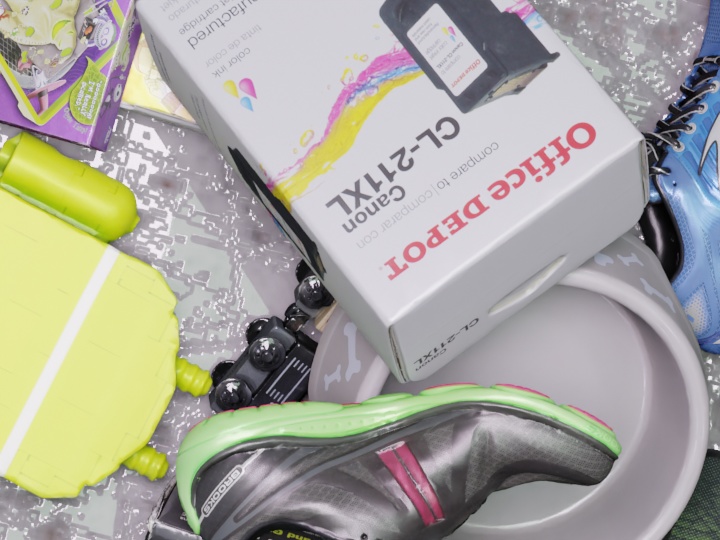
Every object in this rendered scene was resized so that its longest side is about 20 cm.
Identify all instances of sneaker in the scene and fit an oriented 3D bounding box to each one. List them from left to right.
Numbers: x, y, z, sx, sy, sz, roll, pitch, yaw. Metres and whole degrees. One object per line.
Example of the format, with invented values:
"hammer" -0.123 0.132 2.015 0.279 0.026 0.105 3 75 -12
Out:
"sneaker" 0.018 0.097 1.255 0.199 0.077 0.084 -7 80 1
"sneaker" 0.171 -0.060 1.377 0.089 0.079 0.201 7 89 -11

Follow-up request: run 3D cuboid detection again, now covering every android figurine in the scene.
"android figurine" -0.169 0.031 1.342 0.199 0.041 0.183 26 86 -7

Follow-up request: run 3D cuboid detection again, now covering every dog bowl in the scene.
"dog bowl" 0.076 0.070 1.337 0.199 0.059 0.201 -4 111 -9

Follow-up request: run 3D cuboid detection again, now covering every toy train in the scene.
"toy train" 0.000 0.000 1.345 0.046 0.034 0.200 35 105 -17

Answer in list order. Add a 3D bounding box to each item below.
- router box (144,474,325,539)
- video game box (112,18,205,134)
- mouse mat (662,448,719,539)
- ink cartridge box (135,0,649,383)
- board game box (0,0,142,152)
"router box" -0.017 0.197 1.312 0.199 0.062 0.151 17 110 3
"video game box" -0.013 -0.149 1.365 0.181 0.047 0.201 17 87 -11
"mouse mat" 0.224 0.196 1.375 0.199 0.008 0.162 28 64 -8
"ink cartridge box" 0.016 -0.074 1.268 0.145 0.083 0.200 -36 69 -8
"board game box" -0.150 -0.168 1.331 0.119 0.032 0.201 16 88 19
